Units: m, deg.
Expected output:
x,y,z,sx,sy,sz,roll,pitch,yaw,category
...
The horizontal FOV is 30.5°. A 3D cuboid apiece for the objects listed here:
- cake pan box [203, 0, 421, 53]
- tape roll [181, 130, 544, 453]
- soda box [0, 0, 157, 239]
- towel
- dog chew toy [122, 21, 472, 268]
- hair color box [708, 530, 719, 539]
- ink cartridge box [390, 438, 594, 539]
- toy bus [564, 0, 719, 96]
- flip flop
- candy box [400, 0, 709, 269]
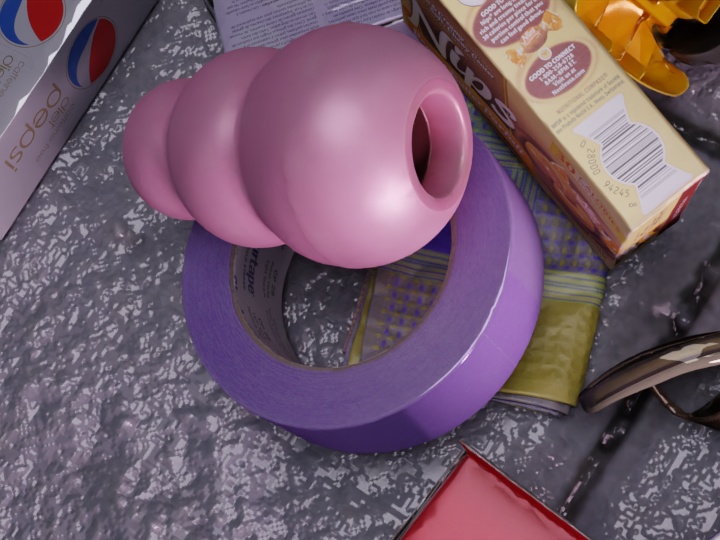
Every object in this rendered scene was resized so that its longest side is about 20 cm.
x,y,z,sx,sy,sz,roll,pitch,yaw,category
-0.015,-0.221,0.857,0.200,0.052,0.184,-19,68,4,cake pan box
0.000,0.000,0.754,0.200,0.066,0.200,-9,67,21,tape roll
-0.216,-0.125,0.854,0.064,0.068,0.200,27,80,17,soda box
0.079,-0.017,0.789,0.144,0.023,0.200,12,76,15,towel
-0.044,-0.064,0.696,0.200,0.125,0.125,2,72,33,dog chew toy
0.277,0.134,0.683,0.200,0.065,0.109,-37,71,-4,hair color box
0.108,0.182,0.640,0.200,0.176,0.084,36,82,19,ink cartridge box
0.166,-0.233,0.766,0.200,0.136,0.192,-53,44,13,toy bus
0.220,0.059,0.718,0.200,0.081,0.058,-9,86,2,flip flop
0.100,-0.101,0.727,0.055,0.115,0.200,-37,79,-3,candy box
